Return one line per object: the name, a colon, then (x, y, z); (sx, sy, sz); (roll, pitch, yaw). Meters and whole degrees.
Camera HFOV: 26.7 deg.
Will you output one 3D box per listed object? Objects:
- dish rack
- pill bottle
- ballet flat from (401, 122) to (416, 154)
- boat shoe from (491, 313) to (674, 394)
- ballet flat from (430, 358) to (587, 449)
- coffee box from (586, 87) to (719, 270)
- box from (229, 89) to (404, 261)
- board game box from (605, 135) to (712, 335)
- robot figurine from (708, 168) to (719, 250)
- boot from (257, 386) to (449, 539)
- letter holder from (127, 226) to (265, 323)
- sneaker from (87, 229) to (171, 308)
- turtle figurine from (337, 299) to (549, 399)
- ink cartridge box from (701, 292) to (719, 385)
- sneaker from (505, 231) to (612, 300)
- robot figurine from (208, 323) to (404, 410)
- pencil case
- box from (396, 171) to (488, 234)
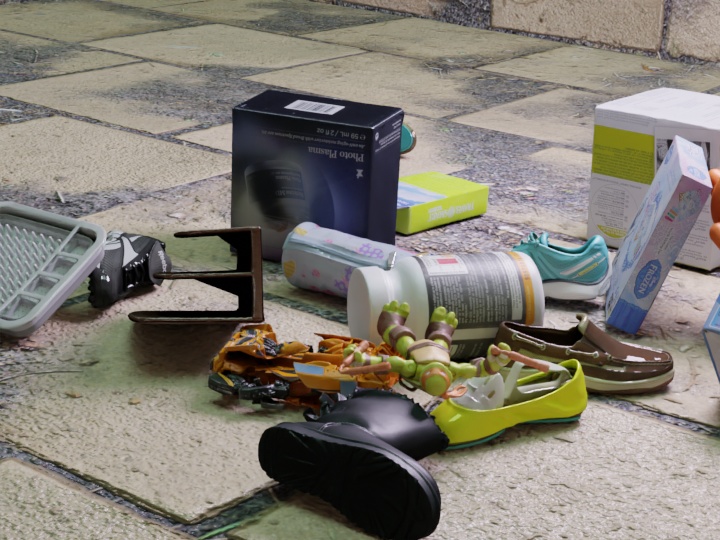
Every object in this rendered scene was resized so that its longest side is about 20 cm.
dish rack: (-0.394, 0.003, 1.722); (0.199, 0.044, 0.172); (15, 52, 32)
pill bottle: (0.092, 0.040, 1.659); (0.198, 0.117, 0.116); (-2, 19, -16)
ballet flat: (0.011, -0.231, 2.577); (0.198, 0.069, 0.072); (6, -1, 21)
boat shoe: (0.239, 0.085, 1.611); (0.200, 0.076, 0.075); (1, 18, -8)
ballet flat: (0.141, 0.124, 1.490); (0.198, 0.068, 0.067); (-8, 23, -30)
coffee box: (0.453, -0.132, 2.111); (0.199, 0.200, 0.199); (15, 22, 38)
box: (-0.058, -0.115, 1.968); (0.198, 0.200, 0.123); (9, 21, 19)
board game box: (0.358, -0.046, 1.831); (0.043, 0.200, 0.200); (23, 20, 1)
robot figurine: (0.481, -0.063, 1.737); (0.143, 0.118, 0.200); (-4, 29, -29)
boot: (0.023, 0.166, 1.349); (0.197, 0.074, 0.162); (18, 17, 33)
letter holder: (-0.185, 0.005, 1.657); (0.141, 0.102, 0.200); (-2, 1, -9)
sneaker: (-0.273, -0.005, 1.812); (0.090, 0.067, 0.200); (1, 16, 1)
turtle figurine: (0.074, 0.085, 1.460); (0.198, 0.065, 0.161); (-3, 20, -4)
ink cartridge box: (0.439, 0.024, 1.584); (0.076, 0.137, 0.201); (19, 66, 33)
sneaker: (0.211, -0.009, 1.876); (0.198, 0.080, 0.078); (-2, 16, 9)
robot figurine: (-0.057, 0.098, 1.548); (0.198, 0.059, 0.145); (7, 17, 9)
pencil case: (0.000, 0.000, 1.814); (0.199, 0.084, 0.090); (15, 0, 35)
box: (0.078, -0.099, 2.187); (0.121, 0.048, 0.199); (19, 24, 41)
